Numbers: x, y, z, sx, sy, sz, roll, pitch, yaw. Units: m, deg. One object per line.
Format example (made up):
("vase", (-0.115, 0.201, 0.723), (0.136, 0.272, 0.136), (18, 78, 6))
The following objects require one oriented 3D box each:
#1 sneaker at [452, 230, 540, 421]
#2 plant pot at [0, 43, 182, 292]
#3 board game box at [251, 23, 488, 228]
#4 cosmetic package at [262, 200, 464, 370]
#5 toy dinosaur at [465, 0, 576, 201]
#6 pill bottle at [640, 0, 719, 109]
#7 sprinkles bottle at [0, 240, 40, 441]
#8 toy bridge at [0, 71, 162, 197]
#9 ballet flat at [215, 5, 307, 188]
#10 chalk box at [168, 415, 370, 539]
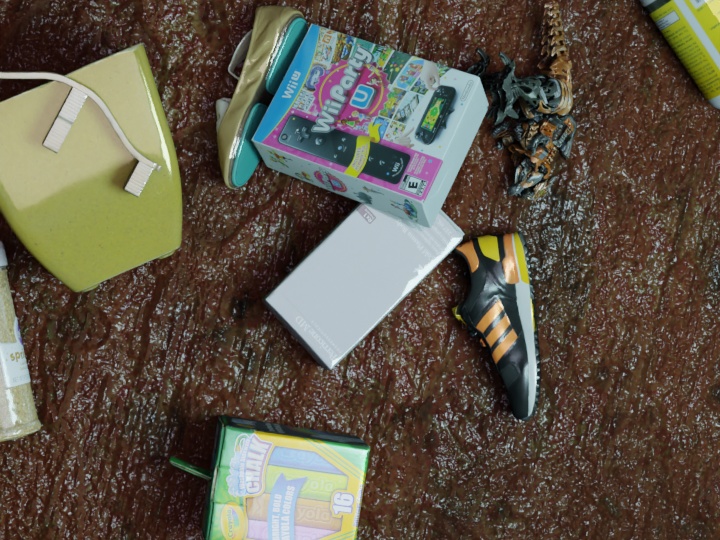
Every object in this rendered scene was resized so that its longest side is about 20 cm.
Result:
("sneaker", (0.145, 0.061, 1.699), (0.089, 0.070, 0.203), (-5, 90, 8))
("plant pot", (-0.270, -0.093, 1.587), (0.194, 0.194, 0.202), (-24, 98, -6))
("board game box", (0.010, -0.150, 1.626), (0.198, 0.064, 0.149), (20, 74, 21))
("cosmetic package", (0.000, 0.000, 1.665), (0.107, 0.090, 0.200), (44, 81, -3))
("toy dinosaur", (0.178, -0.181, 1.698), (0.135, 0.102, 0.202), (10, 74, -30))
("pill bottle", (0.396, -0.248, 1.702), (0.112, 0.112, 0.201), (-35, 94, -6))
("sprinkles bottle", (-0.380, 0.073, 1.627), (0.067, 0.068, 0.202), (-12, 92, -7))
("toy bridge", (-0.273, -0.142, 1.472), (0.199, 0.027, 0.068), (28, 92, -15))
("ballet flat", (-0.117, -0.185, 1.673), (0.063, 0.069, 0.202), (20, 84, 21))
("chalk box", (-0.101, 0.222, 1.634), (0.198, 0.124, 0.125), (8, 89, -6))
